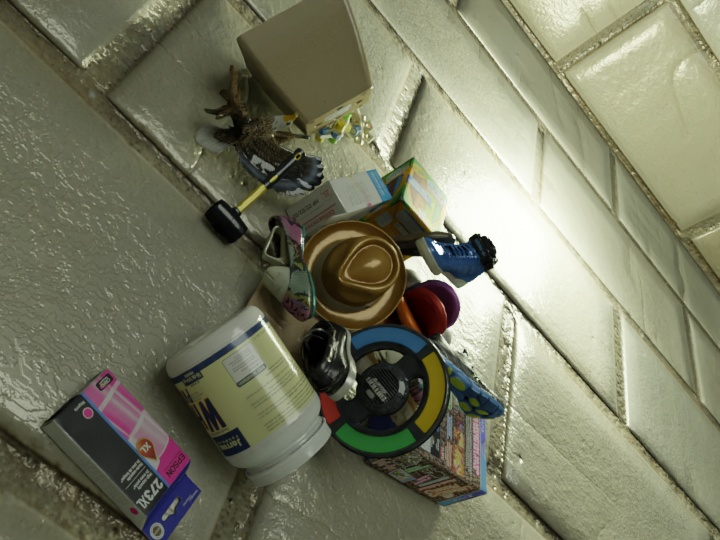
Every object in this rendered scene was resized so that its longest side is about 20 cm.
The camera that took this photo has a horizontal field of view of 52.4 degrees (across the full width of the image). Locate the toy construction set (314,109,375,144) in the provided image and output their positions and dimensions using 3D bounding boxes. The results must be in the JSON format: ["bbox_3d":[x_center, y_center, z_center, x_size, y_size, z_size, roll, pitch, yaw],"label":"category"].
[{"bbox_3d":[-0.040,-0.311,1.473,0.131,0.092,0.200,41,23,16],"label":"toy construction set"}]

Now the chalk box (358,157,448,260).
[{"bbox_3d":[0.091,-0.132,1.480,0.125,0.124,0.200,44,38,-23],"label":"chalk box"}]

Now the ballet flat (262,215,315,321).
[{"bbox_3d":[-0.117,-0.007,1.130,0.071,0.069,0.200,13,45,-26],"label":"ballet flat"}]

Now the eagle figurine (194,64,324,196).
[{"bbox_3d":[-0.160,-0.223,1.234,0.200,0.151,0.152,48,61,-51],"label":"eagle figurine"}]

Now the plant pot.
[{"bbox_3d":[-0.082,-0.356,1.302,0.177,0.200,0.200,61,-2,-4],"label":"plant pot"}]

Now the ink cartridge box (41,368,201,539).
[{"bbox_3d":[-0.268,0.220,0.857,0.200,0.037,0.095,53,35,-13],"label":"ink cartridge box"}]

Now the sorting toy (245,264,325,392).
[{"bbox_3d":[-0.110,0.108,1.139,0.185,0.036,0.200,47,32,-19],"label":"sorting toy"}]

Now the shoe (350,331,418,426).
[{"bbox_3d":[0.026,0.184,1.133,0.053,0.070,0.200,-27,61,-23],"label":"shoe"}]

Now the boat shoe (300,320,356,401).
[{"bbox_3d":[-0.056,0.116,1.059,0.060,0.074,0.200,39,13,-20],"label":"boat shoe"}]

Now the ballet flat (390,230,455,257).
[{"bbox_3d":[0.077,-0.051,1.371,0.067,0.200,0.046,78,3,-58],"label":"ballet flat"}]

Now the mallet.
[{"bbox_3d":[-0.154,-0.121,1.169,0.200,0.041,0.066,-39,105,-25],"label":"mallet"}]

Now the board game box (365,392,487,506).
[{"bbox_3d":[0.115,0.279,1.237,0.200,0.097,0.160,37,41,-30],"label":"board game box"}]

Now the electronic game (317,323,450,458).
[{"bbox_3d":[0.032,0.173,1.070,0.042,0.200,0.200,58,20,-62],"label":"electronic game"}]

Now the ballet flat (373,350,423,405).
[{"bbox_3d":[0.052,0.149,1.185,0.069,0.200,0.071,-35,122,-16],"label":"ballet flat"}]

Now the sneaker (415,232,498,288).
[{"bbox_3d":[0.183,-0.034,1.321,0.200,0.111,0.077,32,31,-54],"label":"sneaker"}]

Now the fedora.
[{"bbox_3d":[0.000,0.000,1.203,0.200,0.082,0.201,6,74,-23],"label":"fedora"}]

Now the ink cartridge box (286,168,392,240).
[{"bbox_3d":[-0.047,-0.115,1.301,0.200,0.115,0.068,-25,86,-55],"label":"ink cartridge box"}]

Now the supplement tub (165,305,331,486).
[{"bbox_3d":[-0.143,0.163,0.956,0.200,0.145,0.145,57,35,-5],"label":"supplement tub"}]

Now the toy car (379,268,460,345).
[{"bbox_3d":[0.109,0.077,1.328,0.200,0.150,0.175,-25,86,-55],"label":"toy car"}]

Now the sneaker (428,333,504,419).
[{"bbox_3d":[0.179,0.180,1.242,0.200,0.071,0.083,44,43,-16],"label":"sneaker"}]
